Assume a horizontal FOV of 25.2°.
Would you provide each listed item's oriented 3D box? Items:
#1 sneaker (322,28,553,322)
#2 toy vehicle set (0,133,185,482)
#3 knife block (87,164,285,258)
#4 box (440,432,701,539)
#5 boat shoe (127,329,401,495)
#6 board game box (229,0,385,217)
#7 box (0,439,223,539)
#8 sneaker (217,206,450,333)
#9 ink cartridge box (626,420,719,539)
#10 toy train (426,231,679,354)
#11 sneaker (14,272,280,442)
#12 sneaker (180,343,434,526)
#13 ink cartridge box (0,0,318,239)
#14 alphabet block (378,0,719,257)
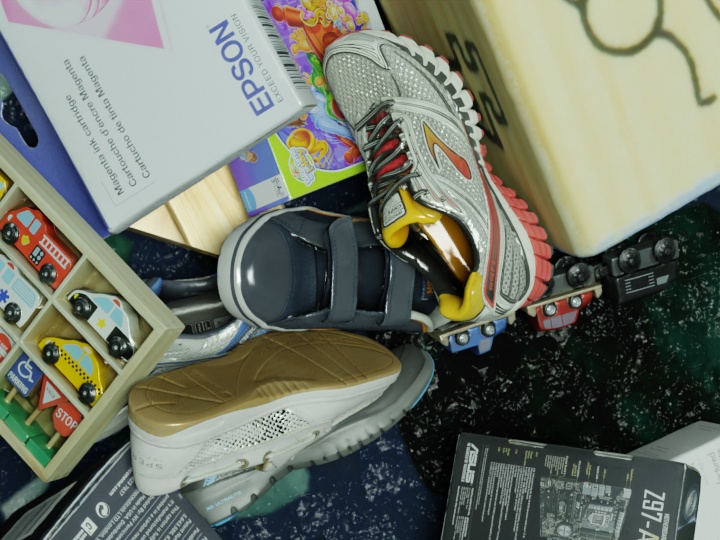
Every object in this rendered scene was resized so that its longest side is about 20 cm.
[{"bbox_3d":[0.038,-0.059,0.974,0.082,0.078,0.201,-25,78,-45],"label":"sneaker"},{"bbox_3d":[-0.212,0.012,0.971,0.200,0.026,0.125,44,105,16],"label":"toy vehicle set"},{"bbox_3d":[-0.109,-0.104,1.041,0.198,0.064,0.178,18,87,-14],"label":"knife block"},{"bbox_3d":[0.124,0.214,1.030,0.158,0.043,0.203,4,78,28],"label":"box"},{"bbox_3d":[-0.060,0.088,0.987,0.198,0.071,0.070,-12,123,-39],"label":"boat shoe"},{"bbox_3d":[-0.048,-0.151,1.029,0.134,0.045,0.202,-24,94,-43],"label":"board game box"},{"bbox_3d":[-0.139,0.227,0.984,0.200,0.148,0.104,49,43,-9],"label":"box"},{"bbox_3d":[0.000,0.000,1.011,0.199,0.079,0.080,0,91,-51],"label":"sneaker"},{"bbox_3d":[0.185,0.198,1.119,0.198,0.067,0.117,-23,96,-12],"label":"ink cartridge box"},{"bbox_3d":[0.133,0.019,1.123,0.198,0.034,0.046,-16,107,-14],"label":"toy train"},{"bbox_3d":[-0.142,0.043,1.011,0.198,0.086,0.078,-22,59,-11],"label":"sneaker"},{"bbox_3d":[-0.044,0.091,1.058,0.198,0.073,0.083,-28,92,-14],"label":"sneaker"},{"bbox_3d":[-0.156,-0.133,0.963,0.199,0.043,0.198,-31,89,13],"label":"ink cartridge box"},{"bbox_3d":[0.143,-0.151,1.022,0.194,0.196,0.202,-29,108,-13],"label":"alphabet block"}]
